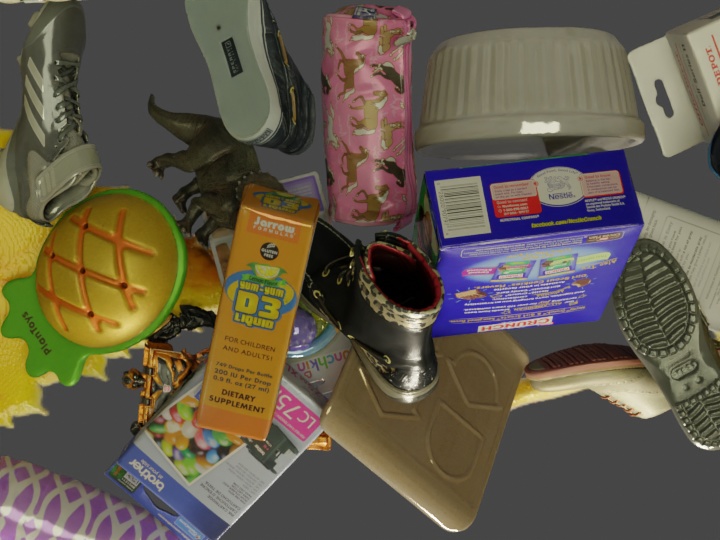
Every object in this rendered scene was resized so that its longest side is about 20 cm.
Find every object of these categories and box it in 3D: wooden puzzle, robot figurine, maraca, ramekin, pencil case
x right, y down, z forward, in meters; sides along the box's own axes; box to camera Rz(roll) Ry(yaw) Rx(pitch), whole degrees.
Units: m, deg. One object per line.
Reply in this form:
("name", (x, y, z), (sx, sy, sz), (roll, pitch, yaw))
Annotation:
("wooden puzzle", (0.057, 0.109, 1.345), (0.185, 0.046, 0.201), (41, 55, -22))
("robot figurine", (-0.122, 0.109, 1.367), (0.199, 0.058, 0.146), (5, 94, -7))
("maraca", (-0.239, 0.015, 1.318), (0.200, 0.107, 0.137), (-40, 75, 14))
("ramekin", (0.147, -0.153, 1.289), (0.201, 0.202, 0.095), (-1, 89, -6))
("pencil case", (-0.262, 0.243, 1.370), (0.199, 0.084, 0.086), (26, 135, -9))
("pencil case", (0.009, -0.138, 1.328), (0.082, 0.086, 0.201), (-5, 102, -20))

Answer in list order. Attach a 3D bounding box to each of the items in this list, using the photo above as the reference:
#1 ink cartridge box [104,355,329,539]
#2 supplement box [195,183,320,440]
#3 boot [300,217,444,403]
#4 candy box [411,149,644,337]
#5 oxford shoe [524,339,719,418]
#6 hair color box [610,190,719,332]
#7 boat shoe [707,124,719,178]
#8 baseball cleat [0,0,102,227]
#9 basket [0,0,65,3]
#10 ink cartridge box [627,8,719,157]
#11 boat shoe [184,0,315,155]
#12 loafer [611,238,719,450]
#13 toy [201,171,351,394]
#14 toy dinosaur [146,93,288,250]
("ink cartridge box", (-0.130, 0.157, 1.318), (0.119, 0.042, 0.200), (41, 107, -8))
("supplement box", (-0.086, 0.035, 1.222), (0.066, 0.069, 0.201), (12, 107, 0))
("boot", (0.002, 0.000, 1.233), (0.073, 0.154, 0.204), (-31, 67, -18))
("candy box", (0.132, -0.017, 1.241), (0.168, 0.200, 0.077), (-6, 65, -6))
("oxford shoe", (0.255, 0.109, 1.402), (0.199, 0.071, 0.074), (-3, 103, -5))
("hair color box", (0.257, -0.023, 1.385), (0.199, 0.061, 0.100), (19, 97, -9))
("boat shoe", (0.381, -0.165, 1.300), (0.084, 0.069, 0.201), (18, 98, -11))
("baseball cleat", (-0.259, -0.137, 1.296), (0.106, 0.070, 0.201), (25, 107, 26))
("basket", (-0.266, -0.329, 1.221), (0.138, 0.176, 0.201), (0, 110, 0))
("ink cartridge box", (0.362, -0.189, 1.363), (0.199, 0.067, 0.118), (-24, 102, -1))
("boat shoe", (-0.097, -0.198, 1.318), (0.071, 0.091, 0.201), (-19, 74, 23))
("loafer", (0.285, 0.067, 1.343), (0.075, 0.070, 0.201), (-22, 88, 11))
("toy", (-0.066, 0.015, 1.332), (0.114, 0.047, 0.201), (-15, 80, -9))
("toy dinosaur", (-0.126, -0.085, 1.314), (0.102, 0.077, 0.201), (-33, 58, 6))
